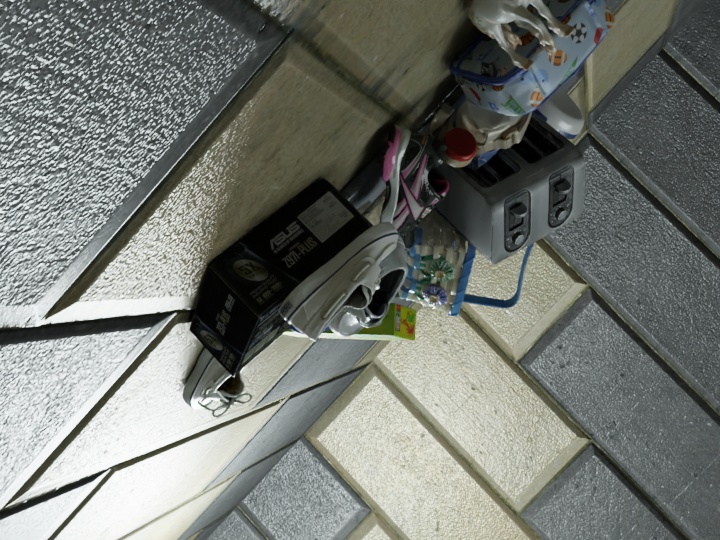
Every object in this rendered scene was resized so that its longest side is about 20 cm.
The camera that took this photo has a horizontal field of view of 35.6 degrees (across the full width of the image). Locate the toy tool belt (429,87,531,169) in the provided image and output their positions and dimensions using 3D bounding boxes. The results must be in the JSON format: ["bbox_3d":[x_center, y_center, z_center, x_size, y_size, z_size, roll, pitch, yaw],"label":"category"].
[{"bbox_3d":[0.158,-0.197,1.527,0.201,0.124,0.123,-56,177,-26],"label":"toy tool belt"}]

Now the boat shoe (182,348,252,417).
[{"bbox_3d":[-0.197,0.167,1.625,0.074,0.086,0.203,-38,168,-37],"label":"boat shoe"}]

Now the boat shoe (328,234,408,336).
[{"bbox_3d":[0.012,0.035,1.468,0.071,0.069,0.201,5,139,-31],"label":"boat shoe"}]

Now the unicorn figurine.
[{"bbox_3d":[0.168,-0.294,1.213,0.074,0.137,0.200,-51,-171,-28],"label":"unicorn figurine"}]

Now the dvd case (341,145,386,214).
[{"bbox_3d":[-0.010,-0.094,1.558,0.200,0.018,0.143,-47,171,1],"label":"dvd case"}]

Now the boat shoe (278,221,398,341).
[{"bbox_3d":[-0.010,0.013,1.312,0.199,0.066,0.072,-37,167,-44],"label":"boat shoe"}]

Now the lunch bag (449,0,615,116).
[{"bbox_3d":[0.206,-0.281,1.395,0.200,0.076,0.160,-43,-149,-8],"label":"lunch bag"}]

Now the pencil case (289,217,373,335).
[{"bbox_3d":[-0.040,0.010,1.540,0.079,0.086,0.201,-86,-158,-45],"label":"pencil case"}]

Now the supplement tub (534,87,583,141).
[{"bbox_3d":[0.258,-0.217,1.860,0.201,0.144,0.144,-49,170,27],"label":"supplement tub"}]

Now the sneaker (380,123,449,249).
[{"bbox_3d":[0.073,-0.097,1.472,0.202,0.085,0.081,89,14,-53],"label":"sneaker"}]

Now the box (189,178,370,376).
[{"bbox_3d":[-0.100,0.008,1.362,0.200,0.086,0.164,-41,169,-32],"label":"box"}]

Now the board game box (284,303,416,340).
[{"bbox_3d":[-0.025,0.076,1.680,0.101,0.196,0.049,19,73,-68],"label":"board game box"}]

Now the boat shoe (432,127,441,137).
[{"bbox_3d":[0.114,-0.151,1.754,0.075,0.062,0.200,-43,172,-25],"label":"boat shoe"}]

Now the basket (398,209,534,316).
[{"bbox_3d":[0.157,-0.014,1.699,0.141,0.196,0.178,-94,-172,-46],"label":"basket"}]

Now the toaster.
[{"bbox_3d":[0.202,-0.134,1.607,0.179,0.200,0.120,-26,141,-22],"label":"toaster"}]
